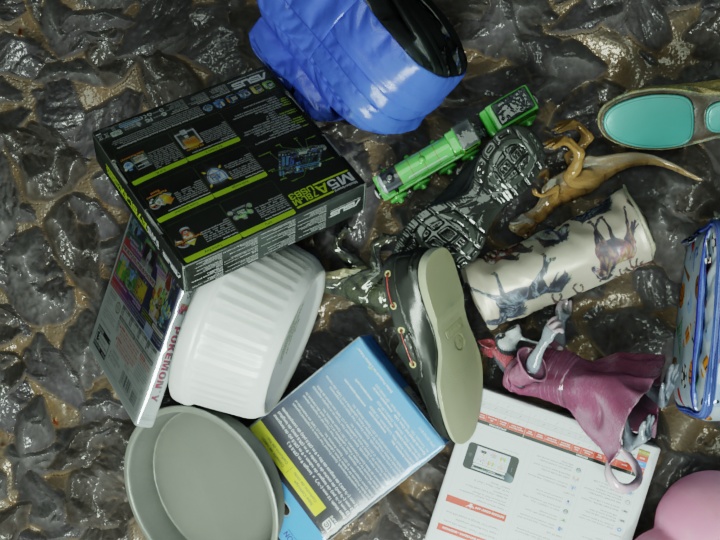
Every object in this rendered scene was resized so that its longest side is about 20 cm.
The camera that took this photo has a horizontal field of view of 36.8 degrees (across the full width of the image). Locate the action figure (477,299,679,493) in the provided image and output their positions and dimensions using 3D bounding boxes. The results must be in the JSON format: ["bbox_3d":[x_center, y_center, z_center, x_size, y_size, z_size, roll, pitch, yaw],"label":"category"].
[{"bbox_3d":[0.207,0.111,1.079,0.199,0.134,0.150,14,103,30],"label":"action figure"}]

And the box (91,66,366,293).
[{"bbox_3d":[-0.127,-0.095,1.041,0.199,0.048,0.193,-26,61,-23],"label":"box"}]

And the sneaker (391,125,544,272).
[{"bbox_3d":[0.110,-0.062,1.119,0.200,0.091,0.076,-44,93,3],"label":"sneaker"}]

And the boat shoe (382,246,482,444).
[{"bbox_3d":[0.073,0.075,1.075,0.063,0.074,0.203,-3,107,39],"label":"boat shoe"}]

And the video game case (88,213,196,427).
[{"bbox_3d":[-0.221,0.035,1.109,0.023,0.200,0.183,14,103,-31],"label":"video game case"}]

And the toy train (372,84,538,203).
[{"bbox_3d":[0.100,-0.132,1.143,0.199,0.056,0.042,-31,83,5],"label":"toy train"}]

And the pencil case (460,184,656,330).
[{"bbox_3d":[0.197,-0.011,1.100,0.199,0.090,0.078,-24,120,14],"label":"pencil case"}]

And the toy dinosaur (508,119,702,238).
[{"bbox_3d":[0.238,-0.105,1.131,0.199,0.060,0.107,-25,112,9],"label":"toy dinosaur"}]

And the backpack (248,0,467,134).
[{"bbox_3d":[0.003,-0.230,1.115,0.200,0.162,0.168,46,122,8],"label":"backpack"}]

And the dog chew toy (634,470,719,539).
[{"bbox_3d":[0.312,0.290,1.043,0.200,0.125,0.125,-44,82,-7],"label":"dog chew toy"}]

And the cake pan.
[{"bbox_3d":[-0.159,0.230,1.125,0.199,0.037,0.202,9,109,28],"label":"cake pan"}]

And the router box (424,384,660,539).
[{"bbox_3d":[0.183,0.232,1.111,0.199,0.049,0.181,19,89,9],"label":"router box"}]

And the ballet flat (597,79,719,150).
[{"bbox_3d":[0.341,-0.165,1.108,0.199,0.071,0.071,-4,86,7],"label":"ballet flat"}]

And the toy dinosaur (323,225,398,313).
[{"bbox_3d":[0.000,0.000,1.155,0.199,0.047,0.089,11,95,12],"label":"toy dinosaur"}]

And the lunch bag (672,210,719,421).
[{"bbox_3d":[0.351,0.044,1.044,0.075,0.160,0.201,4,88,8],"label":"lunch bag"}]

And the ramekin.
[{"bbox_3d":[-0.107,0.055,1.086,0.094,0.202,0.203,22,90,7],"label":"ramekin"}]

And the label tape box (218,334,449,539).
[{"bbox_3d":[-0.026,0.185,1.137,0.200,0.066,0.144,-40,82,9],"label":"label tape box"}]
